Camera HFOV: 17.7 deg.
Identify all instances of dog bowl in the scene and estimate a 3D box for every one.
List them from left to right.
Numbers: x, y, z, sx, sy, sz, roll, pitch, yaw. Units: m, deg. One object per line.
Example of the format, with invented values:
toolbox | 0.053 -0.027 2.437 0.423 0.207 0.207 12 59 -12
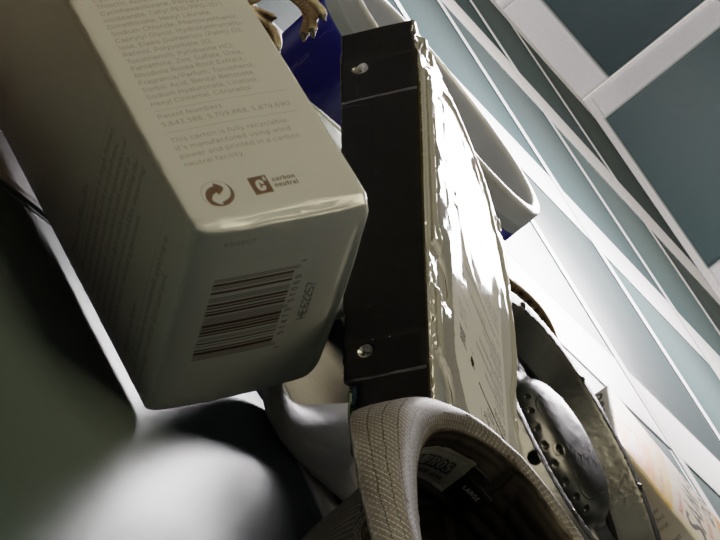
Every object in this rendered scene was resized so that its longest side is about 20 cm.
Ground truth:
dog bowl | 0.027 -0.092 1.515 0.200 0.079 0.200 49 11 -13

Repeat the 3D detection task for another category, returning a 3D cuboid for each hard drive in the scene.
hard drive | 0.029 0.021 0.891 0.140 0.038 0.201 64 20 -47

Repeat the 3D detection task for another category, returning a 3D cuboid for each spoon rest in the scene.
spoon rest | 0.004 0.072 0.971 0.200 0.060 0.100 60 3 -43

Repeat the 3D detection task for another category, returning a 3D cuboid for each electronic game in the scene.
electronic game | 0.086 0.089 1.077 0.200 0.041 0.200 53 18 -25

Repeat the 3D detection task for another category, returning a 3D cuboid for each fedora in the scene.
fedora | 0.027 0.136 0.716 0.177 0.090 0.201 41 22 -39

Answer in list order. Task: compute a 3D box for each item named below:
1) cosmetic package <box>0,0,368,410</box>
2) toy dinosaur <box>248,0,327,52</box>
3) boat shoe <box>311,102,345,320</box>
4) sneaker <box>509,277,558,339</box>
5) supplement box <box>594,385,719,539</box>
cosmetic package | -0.078 -0.058 0.850 0.074 0.102 0.200 -11 54 -27
toy dinosaur | -0.071 -0.133 1.085 0.101 0.058 0.201 29 41 -24
boat shoe | 0.000 0.000 1.145 0.200 0.060 0.076 53 24 -8
sneaker | 0.044 0.015 1.263 0.075 0.070 0.200 31 -20 52
supplement box | 0.173 0.173 1.264 0.200 0.073 0.126 50 10 -8
